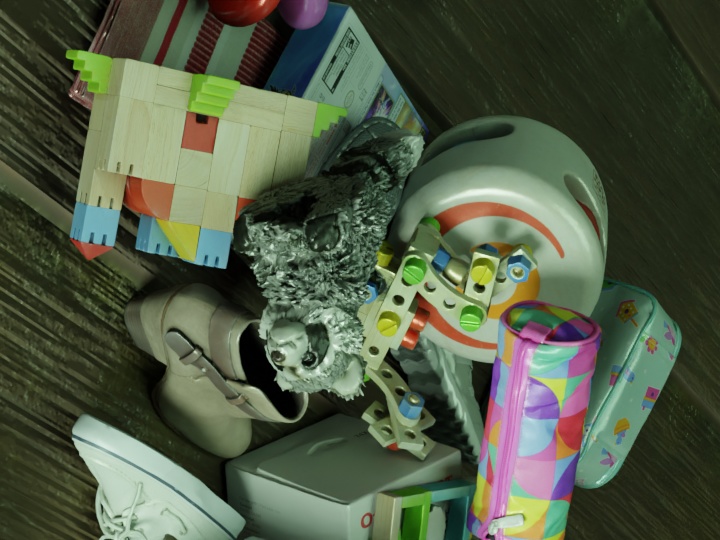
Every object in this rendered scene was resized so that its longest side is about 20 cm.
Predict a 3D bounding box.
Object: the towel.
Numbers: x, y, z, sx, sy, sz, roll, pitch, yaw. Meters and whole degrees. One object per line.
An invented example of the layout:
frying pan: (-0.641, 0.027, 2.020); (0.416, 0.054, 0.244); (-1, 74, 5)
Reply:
towel: (-0.125, -0.149, 1.141); (0.200, 0.023, 0.146); (36, 70, -47)

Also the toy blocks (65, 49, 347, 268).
toy blocks: (-0.117, -0.066, 1.055); (0.198, 0.100, 0.139); (9, 93, -31)

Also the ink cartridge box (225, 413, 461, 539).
ink cartridge box: (-0.011, 0.247, 1.261); (0.146, 0.145, 0.203); (-18, 112, -44)

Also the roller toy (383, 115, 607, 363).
roller toy: (0.121, -0.029, 1.273); (0.140, 0.198, 0.184); (-69, -178, -58)

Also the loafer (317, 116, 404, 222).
loafer: (-0.026, -0.027, 1.170); (0.071, 0.063, 0.202); (29, 73, -25)

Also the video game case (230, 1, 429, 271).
video game case: (-0.032, -0.082, 1.218); (0.202, 0.045, 0.181); (-63, 146, -16)

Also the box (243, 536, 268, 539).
box: (-0.059, 0.330, 1.106); (0.170, 0.197, 0.203); (-14, 106, -52)

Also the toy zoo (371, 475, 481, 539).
toy zoo: (0.076, 0.237, 1.231); (0.199, 0.020, 0.133); (2, 96, -50)

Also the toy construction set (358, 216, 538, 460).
toy construction set: (0.045, 0.046, 1.204); (0.092, 0.130, 0.202); (-73, -174, -69)

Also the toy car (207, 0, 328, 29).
toy car: (-0.053, -0.245, 1.085); (0.198, 0.176, 0.151); (-7, 130, -26)

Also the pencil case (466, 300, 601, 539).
pencil case: (0.134, 0.127, 1.175); (0.088, 0.088, 0.203); (-13, 117, -45)

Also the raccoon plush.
raccoon plush: (0.000, 0.000, 1.049); (0.199, 0.096, 0.136); (-30, 116, -33)

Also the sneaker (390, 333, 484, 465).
sneaker: (0.085, 0.091, 1.384); (0.082, 0.074, 0.202); (-40, 126, -32)

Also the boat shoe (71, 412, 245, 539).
boat shoe: (-0.166, 0.184, 1.140); (0.087, 0.074, 0.202); (-59, 144, -16)

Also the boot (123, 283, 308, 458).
boot: (-0.095, 0.088, 1.132); (0.071, 0.145, 0.201); (-54, 133, -24)

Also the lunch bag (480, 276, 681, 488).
lunch bag: (0.212, 0.099, 1.469); (0.077, 0.159, 0.202); (37, 78, -40)
